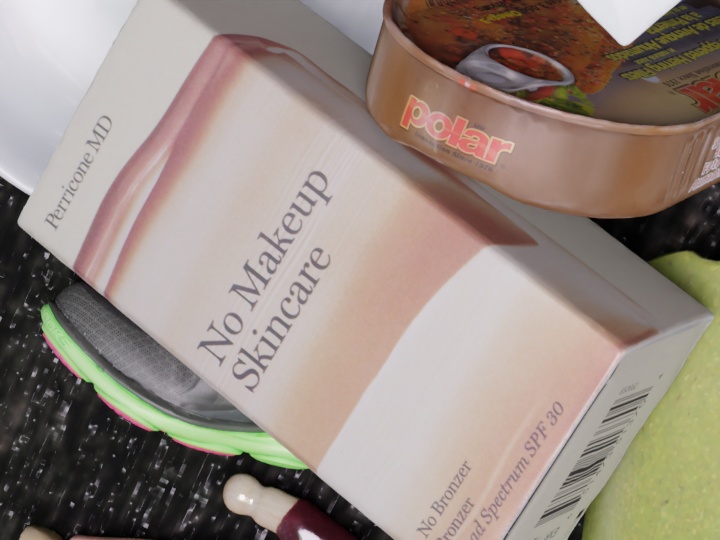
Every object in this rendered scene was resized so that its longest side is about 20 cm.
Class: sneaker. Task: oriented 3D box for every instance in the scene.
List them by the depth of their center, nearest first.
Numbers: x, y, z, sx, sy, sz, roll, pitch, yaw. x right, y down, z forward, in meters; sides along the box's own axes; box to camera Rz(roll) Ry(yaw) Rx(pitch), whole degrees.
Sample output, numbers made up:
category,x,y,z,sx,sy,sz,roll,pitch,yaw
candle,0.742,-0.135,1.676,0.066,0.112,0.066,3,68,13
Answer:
category,x,y,z,sx,sy,sz,roll,pitch,yaw
sneaker,-0.023,0.033,0.942,0.199,0.077,0.084,14,91,1

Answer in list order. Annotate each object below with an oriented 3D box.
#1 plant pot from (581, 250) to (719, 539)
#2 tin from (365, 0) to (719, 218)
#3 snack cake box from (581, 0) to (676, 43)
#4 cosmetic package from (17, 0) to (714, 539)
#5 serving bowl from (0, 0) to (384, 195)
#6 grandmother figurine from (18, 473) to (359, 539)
category,x,y,z,sx,sy,sz,roll,pitch,yaw
plant pot,0.154,0.091,0.856,0.199,0.200,0.185,0,76,9
tin,0.080,-0.065,0.823,0.112,0.200,0.042,24,114,25
snack cake box,0.076,-0.156,0.783,0.067,0.200,0.115,-40,98,21
cosmetic package,0.000,0.000,0.808,0.200,0.087,0.104,37,111,19
serving bowl,-0.070,-0.118,0.897,0.199,0.066,0.201,2,107,8
grandmother figurine,-0.032,0.142,0.978,0.199,0.061,0.122,-1,116,12
